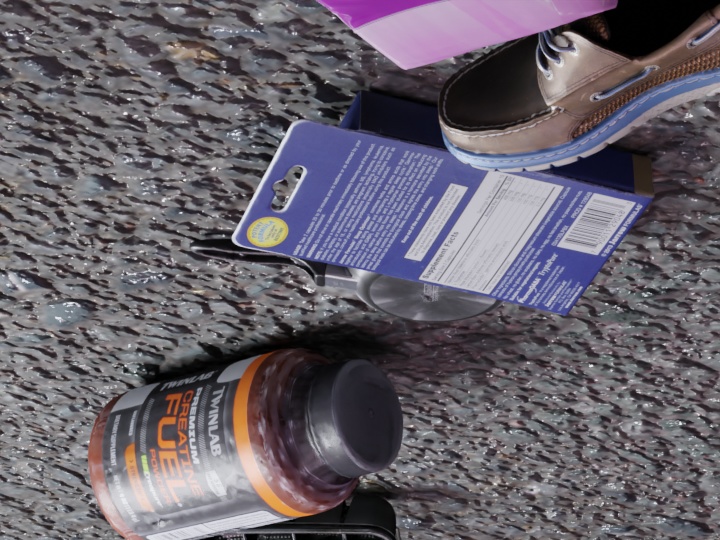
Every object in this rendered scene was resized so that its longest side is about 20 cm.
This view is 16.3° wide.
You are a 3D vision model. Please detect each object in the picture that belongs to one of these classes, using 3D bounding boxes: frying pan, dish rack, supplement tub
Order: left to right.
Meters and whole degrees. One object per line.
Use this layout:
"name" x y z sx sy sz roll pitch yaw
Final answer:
"supplement tub" -0.071 0.109 1.595 0.199 0.108 0.107 -17 147 36
"dish rack" -0.033 0.245 1.860 0.152 0.055 0.201 0 130 13
"frying pan" 0.008 -0.007 1.436 0.189 0.031 0.115 11 152 -20

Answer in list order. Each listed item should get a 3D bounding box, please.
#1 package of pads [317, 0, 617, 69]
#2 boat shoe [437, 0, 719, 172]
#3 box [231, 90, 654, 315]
"package of pads" 0.012 -0.163 1.051 0.120 0.076 0.200 -16 148 33
"boat shoe" 0.115 -0.109 1.166 0.199 0.073 0.072 -21 141 24
"box" 0.042 -0.037 1.340 0.198 0.033 0.121 11 144 -16
